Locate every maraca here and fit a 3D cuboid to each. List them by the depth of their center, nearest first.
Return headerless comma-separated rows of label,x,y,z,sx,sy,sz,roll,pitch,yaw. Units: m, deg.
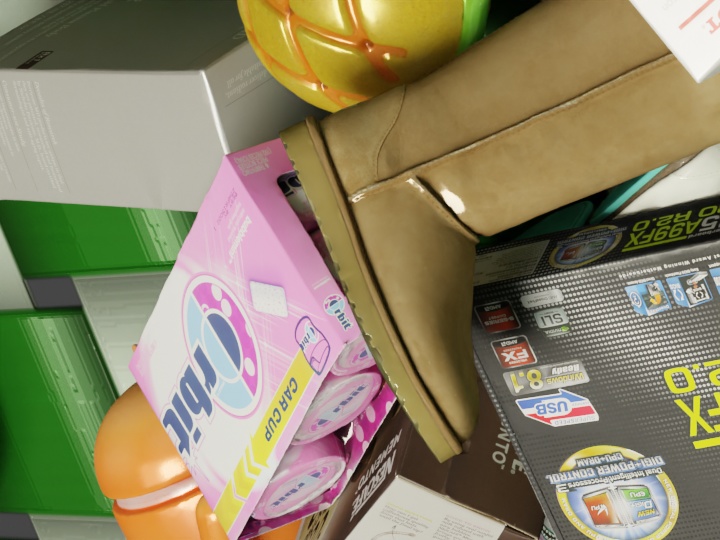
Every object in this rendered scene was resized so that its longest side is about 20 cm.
maraca,0.013,-0.146,1.302,0.137,0.107,0.200,55,140,2

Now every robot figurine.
robot figurine,-0.075,0.134,1.571,0.116,0.144,0.200,-18,107,37

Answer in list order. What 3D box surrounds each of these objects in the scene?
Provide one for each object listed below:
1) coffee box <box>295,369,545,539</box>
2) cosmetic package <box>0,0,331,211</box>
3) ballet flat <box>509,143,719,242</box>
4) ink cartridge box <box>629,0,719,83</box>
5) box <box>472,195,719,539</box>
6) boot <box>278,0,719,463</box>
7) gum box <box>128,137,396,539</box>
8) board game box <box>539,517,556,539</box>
coffee box,0.030,0.121,1.442,0.080,0.113,0.200,25,143,-8
cosmetic package,-0.105,-0.090,1.459,0.200,0.107,0.090,0,117,43
ballet flat,0.123,-0.007,1.329,0.070,0.069,0.200,55,137,-1
ink cartridge box,0.153,-0.162,1.156,0.116,0.068,0.200,-42,85,28
box,0.160,0.049,1.280,0.199,0.044,0.161,-12,116,29
boot,0.083,-0.033,1.227,0.066,0.199,0.176,49,-163,-81
gum box,-0.037,0.030,1.364,0.114,0.066,0.200,57,146,22
board game box,0.175,0.142,1.354,0.200,0.032,0.120,28,90,29
